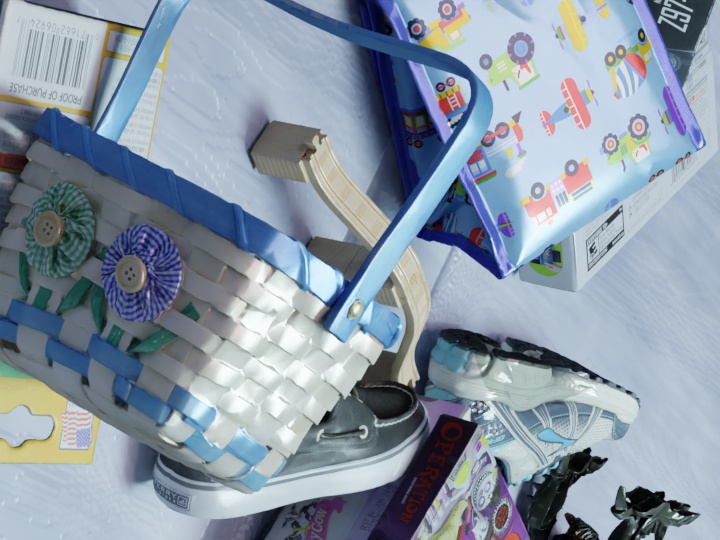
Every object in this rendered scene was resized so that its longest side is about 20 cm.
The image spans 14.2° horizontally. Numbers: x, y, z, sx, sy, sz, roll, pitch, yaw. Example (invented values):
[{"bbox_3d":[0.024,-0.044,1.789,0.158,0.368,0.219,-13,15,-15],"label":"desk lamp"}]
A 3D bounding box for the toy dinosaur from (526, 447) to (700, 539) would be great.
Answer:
[{"bbox_3d":[0.137,0.189,1.817,0.136,0.102,0.200,-63,173,6],"label":"toy dinosaur"}]

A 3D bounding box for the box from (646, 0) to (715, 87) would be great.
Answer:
[{"bbox_3d":[0.208,-0.228,1.672,0.160,0.043,0.200,104,7,-56],"label":"box"}]

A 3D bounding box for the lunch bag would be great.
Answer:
[{"bbox_3d":[0.084,-0.124,1.583,0.150,0.094,0.200,-33,122,-21],"label":"lunch bag"}]

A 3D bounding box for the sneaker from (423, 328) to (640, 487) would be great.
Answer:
[{"bbox_3d":[0.093,0.089,1.734,0.200,0.078,0.086,15,100,-53],"label":"sneaker"}]

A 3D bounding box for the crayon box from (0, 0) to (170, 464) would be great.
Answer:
[{"bbox_3d":[-0.155,-0.017,1.275,0.126,0.052,0.200,7,93,-60],"label":"crayon box"}]

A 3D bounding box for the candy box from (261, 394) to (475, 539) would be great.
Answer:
[{"bbox_3d":[0.016,0.193,1.621,0.168,0.071,0.200,-54,142,-34],"label":"candy box"}]

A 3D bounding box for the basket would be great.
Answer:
[{"bbox_3d":[-0.054,-0.022,1.218,0.200,0.176,0.139,-59,143,-10],"label":"basket"}]

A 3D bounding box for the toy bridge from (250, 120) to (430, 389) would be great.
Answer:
[{"bbox_3d":[0.000,0.000,1.530,0.027,0.067,0.200,-57,145,-32],"label":"toy bridge"}]

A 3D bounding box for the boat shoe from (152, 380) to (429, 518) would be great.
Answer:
[{"bbox_3d":[-0.027,0.080,1.498,0.200,0.069,0.057,-14,122,-52],"label":"boat shoe"}]

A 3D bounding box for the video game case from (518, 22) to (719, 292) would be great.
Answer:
[{"bbox_3d":[0.154,-0.114,1.775,0.200,0.045,0.181,-42,135,-46],"label":"video game case"}]

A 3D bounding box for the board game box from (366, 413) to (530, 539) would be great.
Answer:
[{"bbox_3d":[0.023,0.189,1.536,0.200,0.032,0.120,-58,149,-27],"label":"board game box"}]
